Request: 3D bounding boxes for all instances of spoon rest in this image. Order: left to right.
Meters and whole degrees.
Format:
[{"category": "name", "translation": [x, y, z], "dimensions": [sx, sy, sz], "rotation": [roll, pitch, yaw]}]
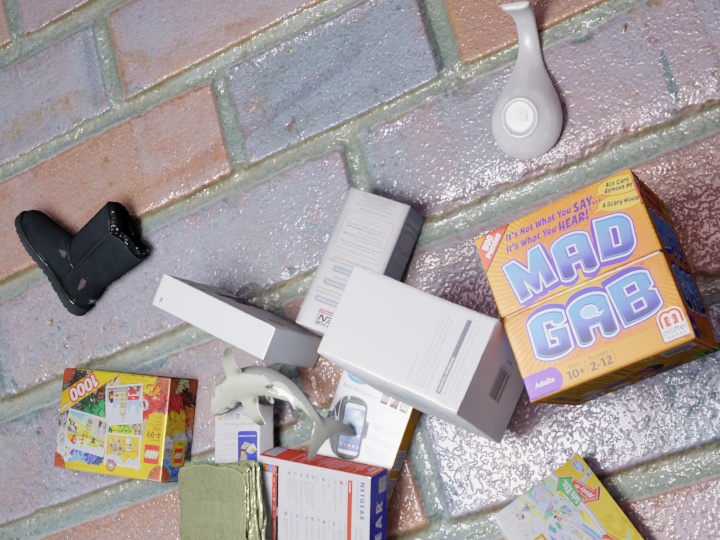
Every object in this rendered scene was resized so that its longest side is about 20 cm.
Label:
[{"category": "spoon rest", "translation": [0.217, -0.248, 1.529], "dimensions": [0.098, 0.060, 0.204], "rotation": [0, 96, 27]}]

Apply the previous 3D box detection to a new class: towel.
[{"category": "towel", "translation": [-0.192, 0.337, 1.603], "dimensions": [0.198, 0.036, 0.151], "rotation": [-12, 77, 49]}]

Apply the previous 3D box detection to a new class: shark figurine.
[{"category": "shark figurine", "translation": [-0.108, 0.158, 1.568], "dimensions": [0.212, 0.089, 0.130], "rotation": [14, 117, 28]}]

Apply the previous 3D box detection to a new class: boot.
[{"category": "boot", "translation": [-0.429, -0.055, 1.800], "dimensions": [0.168, 0.076, 0.201], "rotation": [-41, 75, 20]}]

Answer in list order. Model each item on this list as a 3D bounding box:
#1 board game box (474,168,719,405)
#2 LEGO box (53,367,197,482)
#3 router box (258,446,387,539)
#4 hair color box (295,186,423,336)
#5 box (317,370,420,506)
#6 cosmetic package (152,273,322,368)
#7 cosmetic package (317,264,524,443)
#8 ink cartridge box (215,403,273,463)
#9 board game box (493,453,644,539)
[{"category": "board game box", "translation": [0.284, 0.030, 1.371], "dimensions": [0.198, 0.199, 0.203], "rotation": [-25, 73, 21]}, {"category": "LEGO box", "translation": [-0.349, 0.228, 1.725], "dimensions": [0.197, 0.077, 0.152], "rotation": [2, 84, 26]}, {"category": "router box", "translation": [-0.053, 0.352, 1.550], "dimensions": [0.177, 0.049, 0.204], "rotation": [6, 99, 29]}, {"category": "hair color box", "translation": [0.000, 0.000, 1.576], "dimensions": [0.098, 0.061, 0.203], "rotation": [18, 81, 27]}, {"category": "box", "translation": [0.012, 0.211, 1.572], "dimensions": [0.118, 0.041, 0.203], "rotation": [21, 90, 27]}, {"category": "cosmetic package", "translation": [-0.168, 0.071, 1.616], "dimensions": [0.198, 0.150, 0.052], "rotation": [24, 94, 26]}, {"category": "cosmetic package", "translation": [0.084, 0.106, 1.426], "dimensions": [0.198, 0.199, 0.124], "rotation": [23, 82, 27]}, {"category": "ink cartridge box", "translation": [-0.165, 0.290, 1.638], "dimensions": [0.094, 0.037, 0.204], "rotation": [-7, 78, 41]}, {"category": "board game box", "translation": [0.271, 0.343, 1.400], "dimensions": [0.134, 0.034, 0.201], "rotation": [-34, 68, -8]}]
